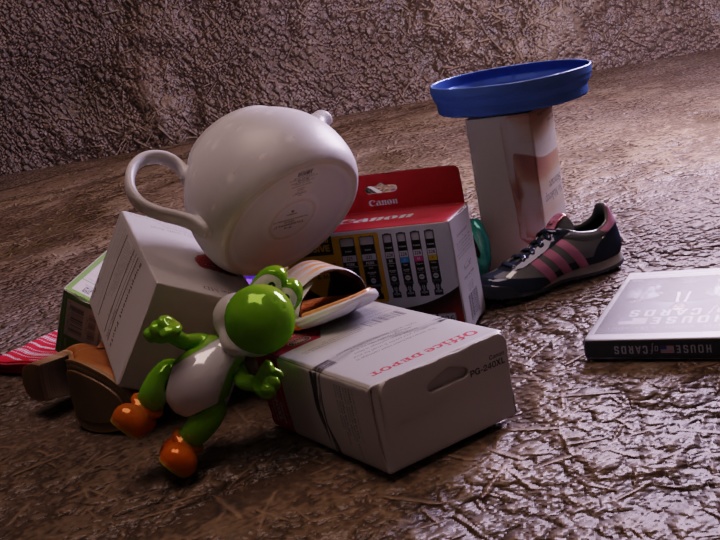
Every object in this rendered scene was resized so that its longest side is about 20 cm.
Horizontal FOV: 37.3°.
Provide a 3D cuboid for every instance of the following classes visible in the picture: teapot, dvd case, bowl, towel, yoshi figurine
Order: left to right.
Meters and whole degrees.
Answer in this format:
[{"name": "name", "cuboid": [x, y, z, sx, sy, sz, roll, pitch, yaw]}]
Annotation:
[{"name": "towel", "cuboid": [-0.361, 0.090, 1.389, 0.145, 0.023, 0.200, 0, 19, 34]}, {"name": "yoshi figurine", "cuboid": [-0.125, 0.079, 0.936, 0.200, 0.112, 0.112, -51, 46, -3]}, {"name": "teapot", "cuboid": [-0.113, -0.100, 1.114, 0.197, 0.146, 0.200, -43, -25, 6]}, {"name": "bowl", "cuboid": [0.188, -0.227, 1.333, 0.200, 0.039, 0.201, -9, 15, 3]}, {"name": "dvd case", "cuboid": [0.321, 0.040, 1.068, 0.150, 0.025, 0.200, -4, 17, 28]}]

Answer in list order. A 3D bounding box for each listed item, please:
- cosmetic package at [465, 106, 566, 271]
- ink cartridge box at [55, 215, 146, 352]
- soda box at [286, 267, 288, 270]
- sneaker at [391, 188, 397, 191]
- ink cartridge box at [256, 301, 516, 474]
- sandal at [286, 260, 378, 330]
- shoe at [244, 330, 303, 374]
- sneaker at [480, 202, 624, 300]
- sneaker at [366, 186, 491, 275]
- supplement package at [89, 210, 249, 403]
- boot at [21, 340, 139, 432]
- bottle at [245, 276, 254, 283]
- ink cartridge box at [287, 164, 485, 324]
[{"name": "cosmetic package", "cuboid": [0.202, -0.108, 1.351, 0.087, 0.200, 0.103, -2, 19, 27]}, {"name": "ink cartridge box", "cuboid": [-0.297, 0.021, 1.335, 0.059, 0.104, 0.200, 25, 38, 8]}, {"name": "soda box", "cuboid": [0.000, 0.000, 1.358, 0.200, 0.068, 0.064, -23, 20, -35]}, {"name": "sneaker", "cuboid": [0.085, -0.064, 1.487, 0.074, 0.088, 0.200, -18, 16, -22]}, {"name": "ink cartridge box", "cuboid": [0.020, 0.099, 0.961, 0.145, 0.083, 0.200, -20, 17, -30]}, {"name": "sandal", "cuboid": [-0.061, 0.023, 1.068, 0.079, 0.059, 0.207, -21, 5, -29]}, {"name": "shoe", "cuboid": [-0.093, 0.094, 1.123, 0.070, 0.053, 0.200, -29, 7, -19]}, {"name": "sneaker", "cuboid": [0.216, -0.023, 1.258, 0.200, 0.082, 0.070, -18, 17, -22]}, {"name": "sneaker", "cuboid": [0.087, -0.043, 1.319, 0.121, 0.084, 0.200, -19, 56, -44]}, {"name": "supplement package", "cuboid": [-0.199, 0.037, 1.132, 0.121, 0.120, 0.200, 15, 17, -28]}, {"name": "boot", "cuboid": [-0.254, 0.107, 1.162, 0.200, 0.074, 0.155, 12, 21, 43]}, {"name": "bottle", "cuboid": [-0.139, -0.006, 1.343, 0.065, 0.084, 0.200, 17, 33, -19]}, {"name": "ink cartridge box", "cuboid": [0.023, -0.017, 1.200, 0.200, 0.176, 0.084, -5, 16, 23]}]
